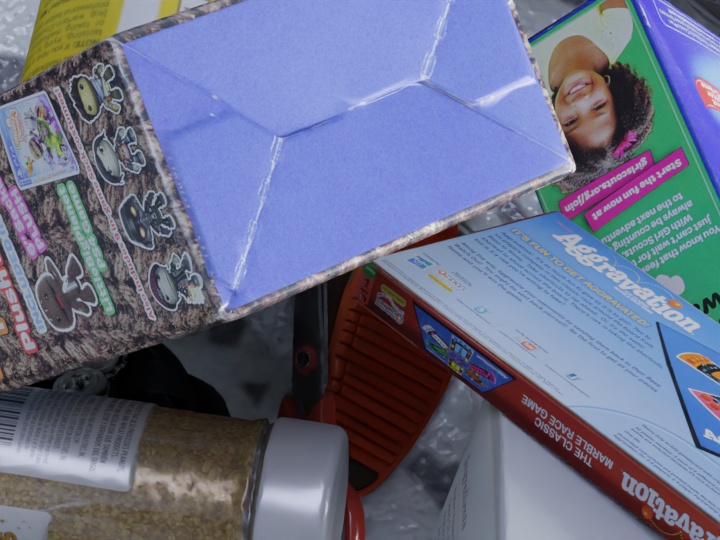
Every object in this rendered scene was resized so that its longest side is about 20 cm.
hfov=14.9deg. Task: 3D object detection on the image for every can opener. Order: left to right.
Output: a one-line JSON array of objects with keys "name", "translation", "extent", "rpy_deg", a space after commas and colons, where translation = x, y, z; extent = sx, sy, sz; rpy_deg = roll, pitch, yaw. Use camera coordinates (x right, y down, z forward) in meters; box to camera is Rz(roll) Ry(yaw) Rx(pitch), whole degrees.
[{"name": "can opener", "translation": [-0.153, 0.052, 1.117], "extent": [0.199, 0.079, 0.064], "rpy_deg": [5, 55, 16]}]

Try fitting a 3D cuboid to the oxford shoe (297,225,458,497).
[{"name": "oxford shoe", "translation": [0.000, 0.000, 1.154], "extent": [0.072, 0.071, 0.201], "rpy_deg": [-3, 64, 39]}]

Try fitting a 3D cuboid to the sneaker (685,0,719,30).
[{"name": "sneaker", "translation": [0.190, -0.112, 1.154], "extent": [0.200, 0.082, 0.075], "rpy_deg": [29, 89, 42]}]

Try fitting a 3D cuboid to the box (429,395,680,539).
[{"name": "box", "translation": [0.116, 0.161, 0.899], "extent": [0.198, 0.131, 0.200], "rpy_deg": [16, 29, -7]}]

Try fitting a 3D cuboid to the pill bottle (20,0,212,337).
[{"name": "pill bottle", "translation": [-0.084, -0.081, 1.160], "extent": [0.114, 0.114, 0.201], "rpy_deg": [7, 62, 5]}]

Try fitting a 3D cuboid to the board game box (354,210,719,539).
[{"name": "board game box", "translation": [0.101, 0.044, 0.932], "extent": [0.103, 0.020, 0.200], "rpy_deg": [-15, 41, -42]}]

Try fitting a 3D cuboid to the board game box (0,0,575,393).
[{"name": "board game box", "translation": [-0.054, -0.036, 0.974], "extent": [0.159, 0.200, 0.097], "rpy_deg": [-23, 93, -34]}]

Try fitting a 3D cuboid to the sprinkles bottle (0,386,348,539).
[{"name": "sprinkles bottle", "translation": [-0.106, 0.079, 1.036], "extent": [0.199, 0.068, 0.069], "rpy_deg": [8, 62, 5]}]

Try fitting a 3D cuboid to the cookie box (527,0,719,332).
[{"name": "cookie box", "translation": [0.149, 0.007, 1.073], "extent": [0.075, 0.171, 0.201], "rpy_deg": [-33, 60, 23]}]

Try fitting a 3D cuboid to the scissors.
[{"name": "scissors", "translation": [-0.015, 0.049, 1.089], "extent": [0.073, 0.014, 0.201], "rpy_deg": [13, 90, 39]}]
